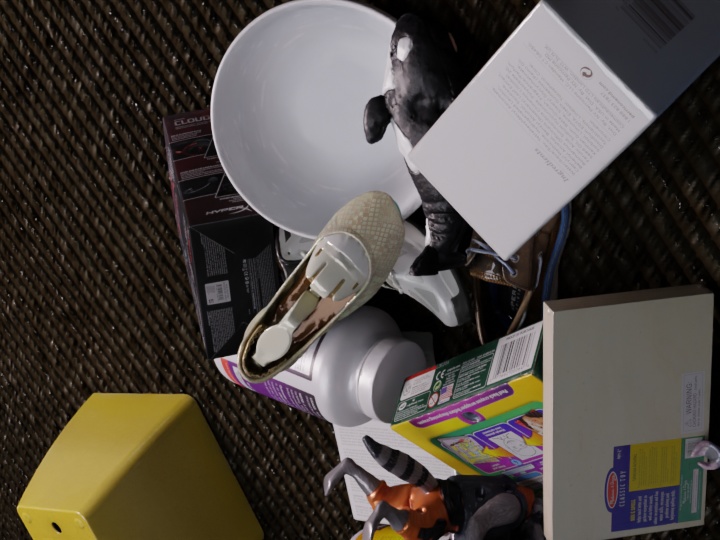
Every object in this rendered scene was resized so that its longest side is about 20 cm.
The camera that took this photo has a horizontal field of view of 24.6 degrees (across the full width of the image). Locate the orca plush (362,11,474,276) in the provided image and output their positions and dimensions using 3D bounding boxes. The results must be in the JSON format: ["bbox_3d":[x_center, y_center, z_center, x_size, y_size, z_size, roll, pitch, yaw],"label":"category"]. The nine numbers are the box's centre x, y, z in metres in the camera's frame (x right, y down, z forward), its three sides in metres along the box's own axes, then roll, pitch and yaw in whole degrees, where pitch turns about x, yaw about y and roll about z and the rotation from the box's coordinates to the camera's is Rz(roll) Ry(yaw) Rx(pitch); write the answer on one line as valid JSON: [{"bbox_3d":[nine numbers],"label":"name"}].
[{"bbox_3d":[0.057,-0.095,1.258,0.071,0.104,0.202,-156,73,-75],"label":"orca plush"}]

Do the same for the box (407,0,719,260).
[{"bbox_3d":[0.151,-0.127,1.151,0.106,0.152,0.200,46,142,2],"label":"box"}]

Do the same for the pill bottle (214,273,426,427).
[{"bbox_3d":[-0.038,0.076,1.530,0.199,0.112,0.113,18,133,39],"label":"pill bottle"}]

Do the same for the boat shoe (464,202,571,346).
[{"bbox_3d":[0.124,-0.016,1.334,0.072,0.072,0.201,19,134,31],"label":"boat shoe"}]

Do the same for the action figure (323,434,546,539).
[{"bbox_3d":[0.087,0.204,1.379,0.200,0.192,0.106,-173,94,-68],"label":"action figure"}]

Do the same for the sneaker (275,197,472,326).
[{"bbox_3d":[0.000,0.000,1.398,0.201,0.115,0.076,46,165,32],"label":"sneaker"}]

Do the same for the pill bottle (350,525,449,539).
[{"bbox_3d":[0.052,0.309,1.649,0.199,0.109,0.110,-10,114,48],"label":"pill bottle"}]

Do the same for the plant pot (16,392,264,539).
[{"bbox_3d":[-0.266,0.272,1.876,0.199,0.176,0.201,-4,118,46],"label":"plant pot"}]

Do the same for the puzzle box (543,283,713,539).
[{"bbox_3d":[0.206,0.114,1.288,0.025,0.132,0.202,-126,33,-67],"label":"puzzle box"}]

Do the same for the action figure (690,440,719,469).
[{"bbox_3d":[0.352,0.149,1.252,0.135,0.148,0.200,59,165,15],"label":"action figure"}]

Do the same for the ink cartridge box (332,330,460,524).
[{"bbox_3d":[0.042,0.149,1.595,0.161,0.050,0.202,0,103,45],"label":"ink cartridge box"}]

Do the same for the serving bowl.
[{"bbox_3d":[-0.020,-0.128,1.352,0.198,0.066,0.202,4,109,11],"label":"serving bowl"}]

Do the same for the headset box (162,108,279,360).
[{"bbox_3d":[-0.126,-0.043,1.492,0.201,0.074,0.150,-111,13,-52],"label":"headset box"}]

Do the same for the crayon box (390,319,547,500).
[{"bbox_3d":[0.152,0.130,1.393,0.172,0.059,0.200,33,147,-22],"label":"crayon box"}]

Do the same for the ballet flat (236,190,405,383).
[{"bbox_3d":[-0.033,0.022,1.340,0.067,0.062,0.200,39,117,1],"label":"ballet flat"}]
